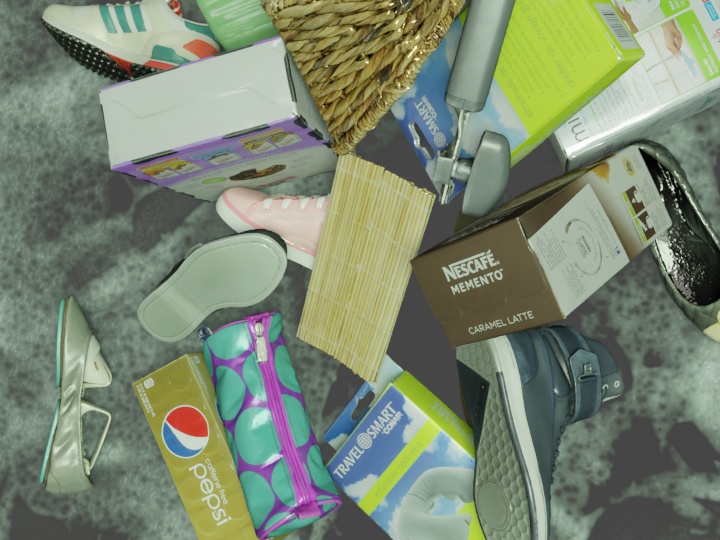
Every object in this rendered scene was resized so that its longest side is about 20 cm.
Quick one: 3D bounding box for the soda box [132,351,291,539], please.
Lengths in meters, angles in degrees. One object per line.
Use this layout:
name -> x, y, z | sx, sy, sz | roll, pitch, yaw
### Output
soda box -> -0.143, 0.184, 0.835 | 0.067, 0.064, 0.202 | -28, 81, 11

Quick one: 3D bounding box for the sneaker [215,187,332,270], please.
sneaker -> -0.033, -0.054, 0.809 | 0.199, 0.075, 0.105 | 28, 108, 6

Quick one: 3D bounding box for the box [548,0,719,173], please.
box -> 0.219, -0.216, 0.756 | 0.175, 0.097, 0.202 | -26, 82, 11

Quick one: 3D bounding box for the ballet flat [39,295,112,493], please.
ballet flat -> -0.287, 0.128, 0.882 | 0.063, 0.067, 0.202 | 6, 89, -14

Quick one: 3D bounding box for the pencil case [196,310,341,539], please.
pencil case -> -0.085, 0.139, 0.792 | 0.084, 0.093, 0.202 | -11, 68, -26

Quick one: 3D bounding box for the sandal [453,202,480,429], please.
sandal -> 0.131, 0.038, 0.790 | 0.069, 0.078, 0.214 | -3, 94, -20

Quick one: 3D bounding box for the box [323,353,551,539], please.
box -> 0.059, 0.189, 0.784 | 0.200, 0.048, 0.122 | 41, 112, 12

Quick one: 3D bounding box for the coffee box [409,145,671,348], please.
coffee box -> 0.151, -0.023, 0.690 | 0.114, 0.199, 0.080 | -23, 95, 45

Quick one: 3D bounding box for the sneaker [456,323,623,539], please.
sneaker -> 0.164, 0.144, 0.721 | 0.077, 0.145, 0.205 | -18, 75, 55

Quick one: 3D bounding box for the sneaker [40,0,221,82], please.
sneaker -> -0.232, -0.248, 0.888 | 0.198, 0.070, 0.094 | 22, 74, 15

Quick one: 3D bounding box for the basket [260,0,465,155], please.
basket -> 0.036, -0.217, 0.696 | 0.141, 0.150, 0.201 | -6, 43, 28

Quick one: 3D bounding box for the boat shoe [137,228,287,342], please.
boat shoe -> -0.137, 0.003, 0.808 | 0.199, 0.061, 0.076 | -23, 115, 35

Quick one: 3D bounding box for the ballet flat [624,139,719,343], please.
ballet flat -> 0.280, -0.022, 0.747 | 0.066, 0.057, 0.201 | -33, 78, 27

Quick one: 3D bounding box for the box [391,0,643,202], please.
box -> 0.117, -0.160, 0.703 | 0.200, 0.047, 0.123 | -40, 74, 42

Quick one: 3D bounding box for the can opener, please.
can opener -> 0.101, -0.139, 0.659 | 0.066, 0.053, 0.202 | 16, 116, 5

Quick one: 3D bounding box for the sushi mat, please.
sushi mat -> 0.000, 0.000, 0.752 | 0.095, 0.012, 0.202 | 31, 123, 25

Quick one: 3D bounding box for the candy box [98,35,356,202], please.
candy box -> -0.109, -0.126, 0.774 | 0.166, 0.200, 0.072 | -13, 83, 13

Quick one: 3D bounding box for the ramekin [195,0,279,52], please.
ramekin -> -0.082, -0.279, 0.784 | 0.097, 0.200, 0.202 | -16, 83, 19
